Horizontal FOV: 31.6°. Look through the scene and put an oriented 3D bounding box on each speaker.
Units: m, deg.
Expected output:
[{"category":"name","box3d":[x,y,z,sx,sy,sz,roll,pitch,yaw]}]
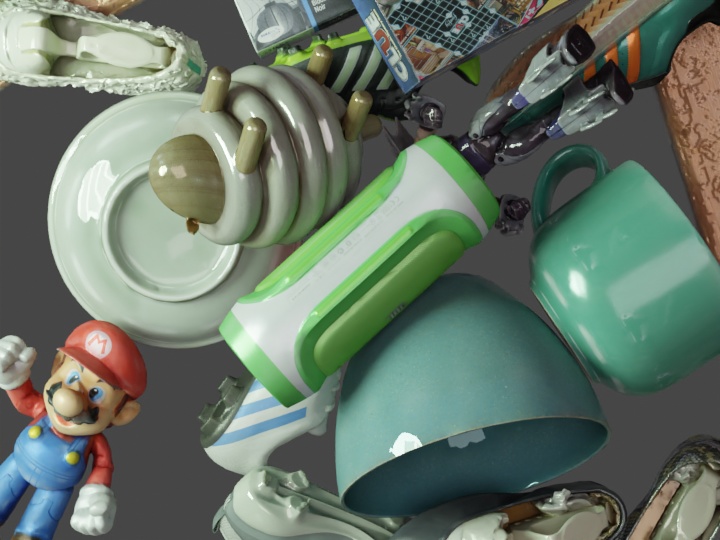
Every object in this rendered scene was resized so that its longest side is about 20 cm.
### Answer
[{"category":"speaker","box3d":[0.000,0.000,0.873,0.200,0.088,0.089,-42,91,-3]}]

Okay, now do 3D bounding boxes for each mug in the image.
[{"category":"mug","box3d":[0.189,0.008,0.942,0.114,0.185,0.153,-35,115,5]}]

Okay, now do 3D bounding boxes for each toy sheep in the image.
[{"category":"toy sheep","box3d":[-0.060,-0.083,0.891,0.198,0.137,0.140,-15,92,-34]}]

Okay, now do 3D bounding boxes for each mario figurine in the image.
[{"category":"mario figurine","box3d":[-0.235,0.128,0.961,0.123,0.106,0.201,24,102,-34]}]

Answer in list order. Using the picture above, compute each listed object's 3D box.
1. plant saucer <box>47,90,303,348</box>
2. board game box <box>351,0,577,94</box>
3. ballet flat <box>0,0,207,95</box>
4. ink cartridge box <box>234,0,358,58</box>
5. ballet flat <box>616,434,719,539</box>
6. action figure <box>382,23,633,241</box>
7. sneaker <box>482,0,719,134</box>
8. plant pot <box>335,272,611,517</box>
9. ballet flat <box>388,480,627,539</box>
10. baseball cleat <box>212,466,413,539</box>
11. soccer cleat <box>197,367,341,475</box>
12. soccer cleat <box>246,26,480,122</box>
[{"category":"plant saucer","box3d":[-0.141,-0.034,0.967,0.197,0.050,0.203,-1,101,-3]},{"category":"board game box","box3d":[0.082,-0.235,0.942,0.199,0.035,0.137,-30,91,-22]},{"category":"ballet flat","box3d":[-0.217,-0.174,0.974,0.197,0.072,0.073,6,92,1]},{"category":"ink cartridge box","box3d":[-0.074,-0.277,0.981,0.099,0.039,0.202,-24,91,3]},{"category":"ballet flat","box3d":[0.227,0.218,0.976,0.072,0.072,0.202,30,92,0]},{"category":"action figure","box3d":[0.096,-0.095,0.923,0.130,0.070,0.199,41,124,-20]},{"category":"sneaker","box3d":[0.187,-0.157,0.962,0.199,0.072,0.080,-36,117,16]},{"category":"plant pot","box3d":[0.068,0.083,0.929,0.198,0.201,0.136,-14,65,1]},{"category":"ballet flat","box3d":[0.113,0.198,0.946,0.198,0.073,0.074,-10,92,-20]},{"category":"baseball cleat","box3d":[-0.019,0.219,0.990,0.199,0.070,0.107,30,124,-12]},{"category":"soccer cleat","box3d":[-0.043,0.074,0.984,0.086,0.070,0.201,36,94,-16]},{"category":"soccer cleat","box3d":[-0.001,-0.145,0.967,0.198,0.068,0.082,-18,104,-5]}]
